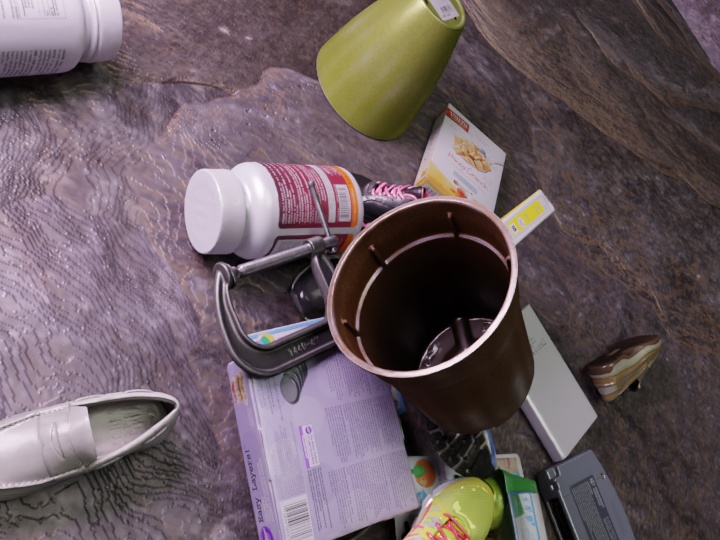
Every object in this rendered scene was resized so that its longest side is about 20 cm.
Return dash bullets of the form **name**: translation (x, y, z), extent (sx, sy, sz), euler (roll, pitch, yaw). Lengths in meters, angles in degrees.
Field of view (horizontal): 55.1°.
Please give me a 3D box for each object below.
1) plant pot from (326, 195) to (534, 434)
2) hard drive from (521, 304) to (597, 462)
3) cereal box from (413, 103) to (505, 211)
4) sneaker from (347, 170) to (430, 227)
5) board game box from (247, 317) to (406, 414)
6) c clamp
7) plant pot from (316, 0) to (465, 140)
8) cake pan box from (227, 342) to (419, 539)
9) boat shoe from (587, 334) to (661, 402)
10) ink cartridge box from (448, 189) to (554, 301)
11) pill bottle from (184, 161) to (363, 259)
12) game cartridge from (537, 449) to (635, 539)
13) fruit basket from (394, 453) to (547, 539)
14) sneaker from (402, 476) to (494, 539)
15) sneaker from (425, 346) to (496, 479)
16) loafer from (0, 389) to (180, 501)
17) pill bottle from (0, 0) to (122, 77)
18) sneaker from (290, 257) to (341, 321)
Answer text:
- **plant pot**: translation (0.094, 0.064, 0.732), extent (0.199, 0.195, 0.205), euler (53, 35, -46)
- **hard drive**: translation (0.274, 0.166, 1.047), extent (0.131, 0.026, 0.203), euler (-27, 84, -45)
- **cereal box**: translation (0.169, -0.166, 1.141), extent (0.143, 0.039, 0.203), euler (36, 48, -18)
- **sneaker**: translation (0.054, -0.092, 0.947), extent (0.196, 0.096, 0.080), euler (29, 50, 2)
- **board game box**: translation (-0.044, 0.126, 0.793), extent (0.197, 0.034, 0.138), euler (-9, 78, -42)
- **c clamp**: translation (-0.081, 0.012, 0.718), extent (0.198, 0.027, 0.174), euler (-28, 93, -47)
- **plant pot**: translation (0.062, -0.334, 1.036), extent (0.184, 0.199, 0.192), euler (20, 54, -29)
- **cake pan box**: translation (-0.035, 0.179, 0.720), extent (0.181, 0.052, 0.205), euler (-5, 75, -40)
- **boat shoe**: translation (0.456, 0.169, 1.177), extent (0.197, 0.071, 0.078), euler (-18, 91, -36)
- **ink cartridge box**: translation (0.144, -0.008, 0.920), extent (0.198, 0.197, 0.047), euler (-31, 82, -46)
- **pill bottle**: translation (-0.100, -0.070, 0.816), extent (0.196, 0.109, 0.112), euler (-4, 68, -41)
- **game cartridge**: translation (0.331, 0.367, 0.974), extent (0.131, 0.041, 0.205), euler (-3, 68, -45)
- **fruit basket**: translation (0.129, 0.308, 0.802), extent (0.196, 0.093, 0.190), euler (11, 60, -31)
- **sneaker**: translation (0.073, 0.296, 0.706), extent (0.078, 0.090, 0.200), euler (44, 75, 6)
- **sneaker**: translation (0.123, 0.169, 0.852), extent (0.088, 0.079, 0.202), euler (26, 25, -34)
- **loafer**: translation (-0.251, 0.143, 0.596), extent (0.197, 0.069, 0.071), euler (-13, 74, -43)
- **pill bottle**: translation (-0.356, -0.261, 0.710), extent (0.198, 0.113, 0.115), euler (-21, 79, -44)
- **sneaker**: translation (0.000, 0.000, 0.872), extent (0.197, 0.087, 0.077), euler (-22, 80, -44)
